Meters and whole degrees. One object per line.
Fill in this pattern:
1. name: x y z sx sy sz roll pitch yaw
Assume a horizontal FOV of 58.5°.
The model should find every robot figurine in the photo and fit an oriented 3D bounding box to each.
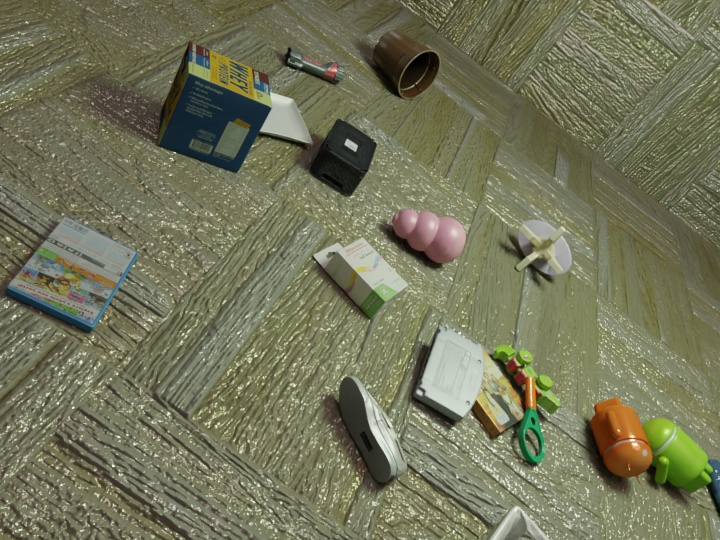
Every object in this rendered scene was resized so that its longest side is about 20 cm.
1. robot figurine: 0.789 0.461 1.629 0.200 0.116 0.175 44 40 9
2. robot figurine: 0.628 0.408 1.545 0.115 0.145 0.201 5 42 -6

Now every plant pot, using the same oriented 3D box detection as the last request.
1. plant pot: 0.162 -0.779 2.392 0.199 0.201 0.199 -8 49 -46

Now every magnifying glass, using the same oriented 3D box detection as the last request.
1. magnifying glass: 0.385 0.334 1.449 0.079 0.022 0.202 32 50 -29

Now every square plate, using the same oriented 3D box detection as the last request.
1. square plate: -0.244 -0.426 1.765 0.197 0.028 0.201 7 46 -38

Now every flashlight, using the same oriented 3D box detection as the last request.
1. flashlight: -0.149 -0.673 2.095 0.198 0.069 0.068 15 15 -28

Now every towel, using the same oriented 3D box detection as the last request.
1. towel: 0.980 0.605 1.699 0.111 0.049 0.201 25 38 -19

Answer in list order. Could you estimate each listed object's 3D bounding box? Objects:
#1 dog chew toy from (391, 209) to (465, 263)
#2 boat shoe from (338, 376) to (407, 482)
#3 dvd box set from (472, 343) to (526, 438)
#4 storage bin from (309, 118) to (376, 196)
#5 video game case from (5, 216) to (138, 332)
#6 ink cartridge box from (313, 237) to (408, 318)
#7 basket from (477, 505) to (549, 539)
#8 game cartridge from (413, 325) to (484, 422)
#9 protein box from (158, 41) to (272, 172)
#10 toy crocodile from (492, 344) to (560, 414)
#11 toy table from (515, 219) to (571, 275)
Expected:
1. dog chew toy: 0.177 -0.100 1.710 0.198 0.125 0.125 22 37 -8
2. boat shoe: 0.026 0.286 1.182 0.065 0.072 0.201 0 51 -47
3. dvd box set: 0.287 0.269 1.467 0.146 0.029 0.201 -10 58 -47
4. storage bin: -0.045 -0.313 1.763 0.134 0.094 0.201 31 35 -11
5. video game case: -0.480 0.001 1.090 0.142 0.018 0.201 29 36 -15
6. ink cartridge box: 0.000 0.000 1.476 0.200 0.067 0.117 46 36 10
7. basket: 0.232 0.517 1.063 0.136 0.124 0.199 48 35 14
8. game cartridge: 0.200 0.226 1.397 0.132 0.041 0.201 27 47 1
9. protein box: -0.334 -0.368 1.470 0.197 0.200 0.136 16 40 -28
10. toy crocodile: 0.401 0.260 1.550 0.061 0.068 0.201 -14 58 -42
11. toy table: 0.560 -0.069 1.982 0.200 0.185 0.117 40 17 18
